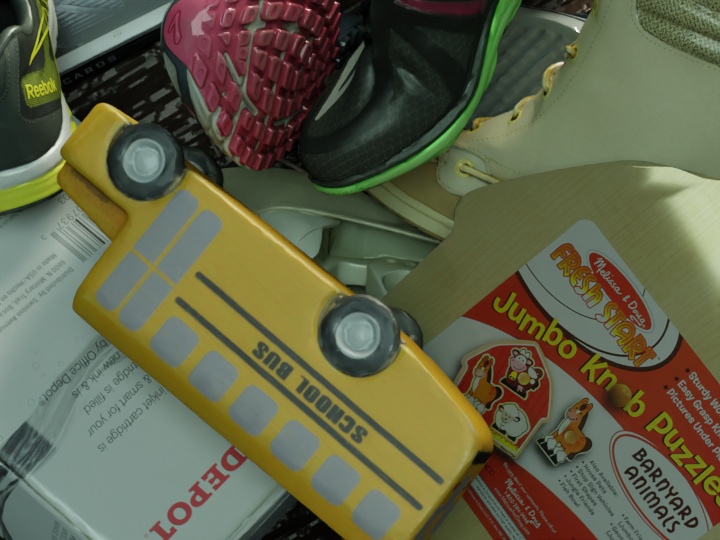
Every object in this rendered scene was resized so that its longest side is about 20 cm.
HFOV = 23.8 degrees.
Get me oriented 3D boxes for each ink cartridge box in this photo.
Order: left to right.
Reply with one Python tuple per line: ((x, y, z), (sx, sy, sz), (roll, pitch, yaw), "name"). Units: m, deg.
((-0.113, 0.045, 0.732), (0.200, 0.083, 0.145), (39, 57, 10), "ink cartridge box")

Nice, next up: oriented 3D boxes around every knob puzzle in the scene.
((0.105, 0.046, 0.672), (0.219, 0.030, 0.220), (-1, 85, 18), "knob puzzle")

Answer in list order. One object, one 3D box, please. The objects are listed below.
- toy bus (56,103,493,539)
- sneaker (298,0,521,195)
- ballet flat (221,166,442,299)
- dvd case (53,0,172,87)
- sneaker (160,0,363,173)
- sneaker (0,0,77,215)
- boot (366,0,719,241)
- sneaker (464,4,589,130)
((-0.039, 0.022, 0.662), (0.200, 0.065, 0.078), (38, 92, 12), "toy bus")
((0.027, -0.122, 0.683), (0.084, 0.077, 0.200), (24, 103, -34), "sneaker")
((0.000, 0.000, 0.768), (0.199, 0.069, 0.070), (11, 82, 4), "ballet flat")
((-0.180, -0.152, 0.824), (0.200, 0.025, 0.151), (-27, 81, -3), "dvd case")
((-0.051, -0.089, 0.725), (0.074, 0.200, 0.081), (23, 94, 8), "sneaker")
((-0.164, -0.115, 0.731), (0.074, 0.085, 0.200), (-18, 48, -14), "sneaker")
((0.086, -0.076, 0.722), (0.200, 0.073, 0.156), (29, 117, 31), "boot")
((0.135, -0.073, 0.781), (0.200, 0.079, 0.079), (22, 118, 27), "sneaker")
